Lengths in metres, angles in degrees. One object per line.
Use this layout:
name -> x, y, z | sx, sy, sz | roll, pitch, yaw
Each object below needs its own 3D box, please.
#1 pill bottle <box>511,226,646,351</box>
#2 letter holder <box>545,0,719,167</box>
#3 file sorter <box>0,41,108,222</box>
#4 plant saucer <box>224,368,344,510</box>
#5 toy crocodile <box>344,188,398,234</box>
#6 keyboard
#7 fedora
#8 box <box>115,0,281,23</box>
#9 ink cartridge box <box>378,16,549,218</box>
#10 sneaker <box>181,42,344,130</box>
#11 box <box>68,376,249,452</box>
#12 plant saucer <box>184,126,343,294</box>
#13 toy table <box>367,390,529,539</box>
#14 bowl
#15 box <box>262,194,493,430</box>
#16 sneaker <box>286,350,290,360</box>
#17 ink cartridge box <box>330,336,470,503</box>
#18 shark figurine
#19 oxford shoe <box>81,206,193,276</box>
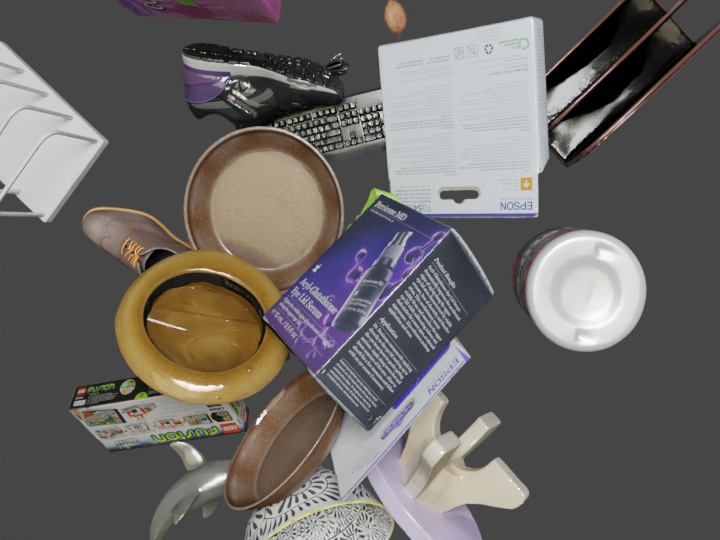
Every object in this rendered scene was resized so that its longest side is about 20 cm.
pill bottle -> 0.224, 0.012, 0.699 | 0.111, 0.200, 0.117 | 1, 95, 7
letter holder -> 0.280, -0.225, 0.703 | 0.200, 0.142, 0.101 | -43, 89, 8
file sorter -> -0.457, -0.180, 0.812 | 0.199, 0.125, 0.139 | 42, 99, 2
plant saucer -> -0.081, 0.199, 0.764 | 0.037, 0.201, 0.200 | 42, 99, -18
toy crocodile -> 0.000, 0.000, 0.793 | 0.066, 0.061, 0.205 | 5, 106, -34
keyboard -> -0.063, -0.196, 0.812 | 0.195, 0.021, 0.131 | -12, 93, 7
fedora -> -0.180, 0.074, 0.752 | 0.195, 0.082, 0.205 | 8, 57, -13
box -> -0.204, -0.363, 0.738 | 0.194, 0.176, 0.100 | 6, 95, 6
ink cartridge box -> 0.115, -0.164, 0.734 | 0.196, 0.040, 0.206 | 4, 105, 36
sneaker -> -0.117, -0.212, 0.785 | 0.194, 0.076, 0.089 | 11, 123, 1
box -> -0.253, 0.178, 0.825 | 0.194, 0.035, 0.111 | -10, 136, 7
plant saucer -> -0.118, -0.073, 0.801 | 0.194, 0.037, 0.206 | 0, 102, 0
toy table -> 0.097, 0.228, 0.754 | 0.200, 0.183, 0.118 | 43, 110, 13
bowl -> -0.064, 0.305, 0.794 | 0.199, 0.201, 0.095 | -37, 47, 8
box -> 0.016, 0.037, 0.689 | 0.200, 0.147, 0.105 | -47, 124, -8
sneaker -> -0.185, 0.079, 0.825 | 0.194, 0.070, 0.085 | 4, 83, 0
ink cartridge box -> 0.036, 0.139, 0.737 | 0.043, 0.201, 0.199 | 37, 99, -20
shark figurine -> -0.232, 0.318, 0.828 | 0.127, 0.090, 0.216 | 38, 94, -13
oxford shoe -> -0.276, -0.029, 0.824 | 0.196, 0.073, 0.073 | 23, 97, 5
